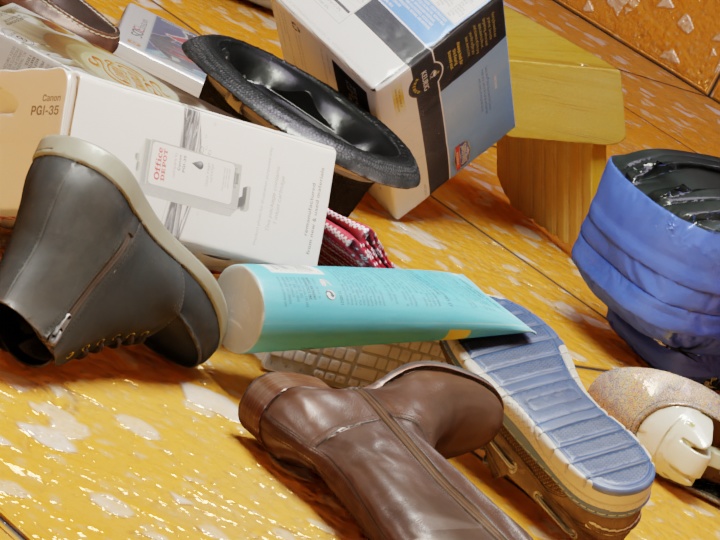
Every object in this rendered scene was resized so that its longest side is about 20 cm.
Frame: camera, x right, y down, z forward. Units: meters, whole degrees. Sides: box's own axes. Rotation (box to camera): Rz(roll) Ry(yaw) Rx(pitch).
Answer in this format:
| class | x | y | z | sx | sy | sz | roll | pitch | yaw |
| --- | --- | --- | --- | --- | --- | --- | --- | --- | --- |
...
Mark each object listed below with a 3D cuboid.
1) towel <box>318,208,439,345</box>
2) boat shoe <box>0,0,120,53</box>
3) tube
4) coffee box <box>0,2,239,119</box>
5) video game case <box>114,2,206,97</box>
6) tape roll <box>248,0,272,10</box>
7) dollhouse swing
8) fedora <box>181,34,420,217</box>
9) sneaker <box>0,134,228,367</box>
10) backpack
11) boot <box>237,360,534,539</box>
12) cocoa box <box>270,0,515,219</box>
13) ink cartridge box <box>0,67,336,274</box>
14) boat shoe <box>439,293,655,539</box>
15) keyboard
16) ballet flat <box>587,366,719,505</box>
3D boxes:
| class | x | y | z | sx | sy | sz | roll | pitch | yaw |
| --- | --- | --- | --- | --- | --- | --- | --- | --- | --- |
| towel | 0.000 | 0.000 | 1.748 | 0.145 | 0.022 | 0.200 | 36 | -10 | 42 |
| boat shoe | -0.273 | -0.232 | 2.166 | 0.200 | 0.070 | 0.070 | 29 | 12 | 3 |
| tube | 0.007 | 0.020 | 1.609 | 0.200 | 0.050 | 0.077 | -1 | 33 | -39 |
| coffee box | -0.170 | -0.093 | 1.810 | 0.200 | 0.080 | 0.114 | 27 | 13 | 0 |
| video game case | -0.114 | -0.160 | 2.307 | 0.200 | 0.023 | 0.182 | 26 | 13 | -8 |
| tape roll | -0.096 | -0.371 | 2.765 | 0.139 | 0.203 | 0.203 | 17 | 16 | -34 |
| dollhouse swing | 0.112 | -0.122 | 2.351 | 0.182 | 0.176 | 0.200 | 2 | 20 | -30 |
| fedora | -0.058 | -0.086 | 1.982 | 0.200 | 0.092 | 0.201 | 28 | 15 | -8 |
| sneaker | -0.143 | 0.022 | 1.477 | 0.075 | 0.106 | 0.200 | 12 | -25 | 29 |
| backpack | 0.266 | 0.003 | 2.120 | 0.200 | 0.168 | 0.162 | 12 | 17 | -37 |
| boot | 0.054 | 0.120 | 1.471 | 0.186 | 0.064 | 0.200 | 0 | 24 | -37 |
| cocoa box | 0.028 | -0.164 | 2.136 | 0.133 | 0.131 | 0.200 | 45 | -15 | 25 |
| ink cartridge box | -0.138 | -0.055 | 1.617 | 0.200 | 0.083 | 0.146 | 15 | -8 | -41 |
| boat shoe | 0.098 | 0.092 | 1.640 | 0.072 | 0.072 | 0.200 | -8 | 41 | -27 |
| keyboard | 0.025 | 0.053 | 1.689 | 0.200 | 0.056 | 0.011 | 16 | 15 | -40 |
| ballet flat | 0.242 | 0.126 | 1.830 | 0.200 | 0.068 | 0.067 | 25 | 20 | -2 |
